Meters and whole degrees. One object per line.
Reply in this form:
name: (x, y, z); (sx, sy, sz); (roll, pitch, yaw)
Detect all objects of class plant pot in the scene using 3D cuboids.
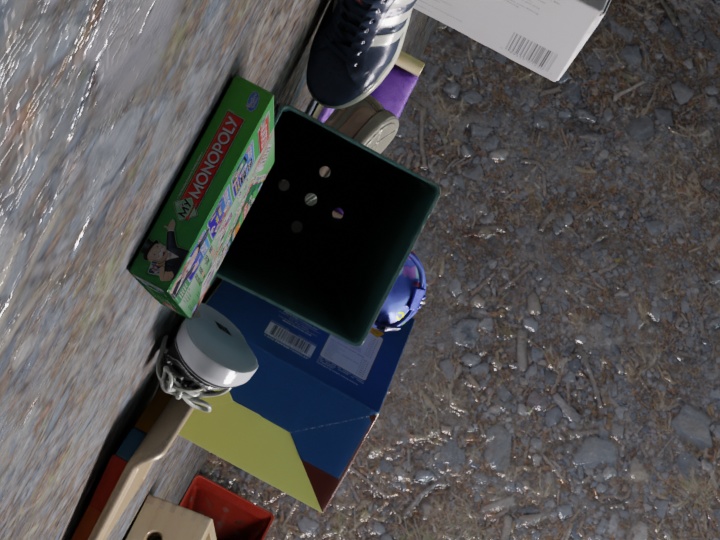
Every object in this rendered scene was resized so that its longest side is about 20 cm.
plant pot: (-0.036, -0.049, 1.154); (0.142, 0.140, 0.200); (-62, -172, 6)
plant pot: (-0.334, 0.612, 3.039); (0.200, 0.199, 0.177); (-62, 179, -45)

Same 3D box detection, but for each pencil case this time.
pencil case: (0.000, 0.000, 1.318); (0.079, 0.086, 0.200); (-61, -158, 0)

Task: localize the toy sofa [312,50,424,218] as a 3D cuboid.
toy sofa: (-0.011, -0.151, 1.485); (0.201, 0.082, 0.098); (-63, -179, 4)

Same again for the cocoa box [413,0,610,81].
cocoa box: (0.121, -0.280, 1.153); (0.132, 0.199, 0.133); (-63, 180, -20)

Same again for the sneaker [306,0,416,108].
sneaker: (0.006, -0.213, 1.051); (0.201, 0.075, 0.084); (-59, 163, 20)

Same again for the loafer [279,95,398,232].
loafer: (-0.049, -0.098, 1.393); (0.200, 0.063, 0.072); (-45, 161, -2)

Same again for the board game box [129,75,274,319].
board game box: (-0.099, -0.040, 0.910); (0.135, 0.029, 0.200); (-64, 180, -8)

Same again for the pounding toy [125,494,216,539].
pounding toy: (-0.287, 0.411, 1.945); (0.185, 0.141, 0.201); (91, 20, -56)

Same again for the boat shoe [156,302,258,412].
boat shoe: (-0.136, 0.077, 1.151); (0.068, 0.073, 0.199); (-56, -164, 2)

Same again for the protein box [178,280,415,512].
protein box: (-0.073, 0.097, 1.393); (0.136, 0.197, 0.200); (-61, 180, 27)

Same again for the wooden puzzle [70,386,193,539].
wooden puzzle: (-0.208, 0.178, 1.244); (0.201, 0.037, 0.185); (-54, -176, 28)
